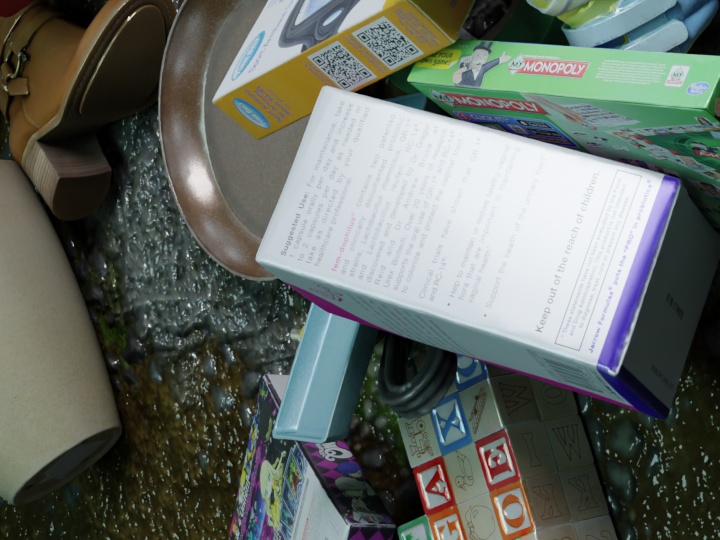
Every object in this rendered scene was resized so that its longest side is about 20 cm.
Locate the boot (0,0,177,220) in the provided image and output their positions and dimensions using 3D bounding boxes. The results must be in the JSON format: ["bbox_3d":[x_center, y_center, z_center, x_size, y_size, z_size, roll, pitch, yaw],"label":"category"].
[{"bbox_3d":[-0.200,-0.154,1.534,0.155,0.076,0.200,58,142,33],"label":"boot"}]

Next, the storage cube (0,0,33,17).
[{"bbox_3d":[-0.246,-0.286,1.435,0.171,0.180,0.201,-27,74,25],"label":"storage cube"}]

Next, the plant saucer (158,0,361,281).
[{"bbox_3d":[-0.058,-0.095,1.388,0.200,0.032,0.201,11,105,50],"label":"plant saucer"}]

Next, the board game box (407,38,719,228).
[{"bbox_3d":[0.134,-0.064,1.080,0.200,0.134,0.029,12,71,49],"label":"board game box"}]

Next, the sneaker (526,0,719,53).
[{"bbox_3d":[0.095,-0.139,1.070,0.079,0.199,0.131,3,106,65],"label":"sneaker"}]

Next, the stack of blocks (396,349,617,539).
[{"bbox_3d":[0.078,0.139,1.233,0.115,0.058,0.201,-29,73,49],"label":"stack of blocks"}]

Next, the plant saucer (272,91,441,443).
[{"bbox_3d":[0.000,0.000,1.222,0.070,0.019,0.201,-3,67,64],"label":"plant saucer"}]

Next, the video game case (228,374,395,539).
[{"bbox_3d":[-0.041,0.193,1.364,0.181,0.036,0.201,-127,44,-58],"label":"video game case"}]

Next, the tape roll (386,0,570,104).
[{"bbox_3d":[0.062,-0.191,1.212,0.200,0.048,0.201,10,103,50],"label":"tape roll"}]

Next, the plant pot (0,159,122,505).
[{"bbox_3d":[-0.260,0.057,1.565,0.200,0.187,0.187,53,134,12],"label":"plant pot"}]

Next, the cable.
[{"bbox_3d":[0.025,0.030,1.246,0.050,0.097,0.200,52,173,-28],"label":"cable"}]

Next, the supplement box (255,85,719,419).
[{"bbox_3d":[0.065,-0.009,1.110,0.199,0.101,0.104,16,80,25],"label":"supplement box"}]

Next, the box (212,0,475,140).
[{"bbox_3d":[-0.003,-0.143,1.178,0.200,0.041,0.119,-19,37,49],"label":"box"}]
